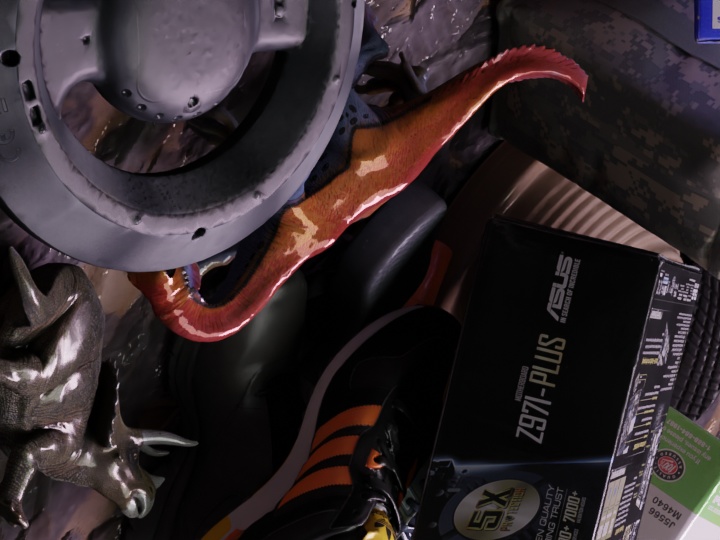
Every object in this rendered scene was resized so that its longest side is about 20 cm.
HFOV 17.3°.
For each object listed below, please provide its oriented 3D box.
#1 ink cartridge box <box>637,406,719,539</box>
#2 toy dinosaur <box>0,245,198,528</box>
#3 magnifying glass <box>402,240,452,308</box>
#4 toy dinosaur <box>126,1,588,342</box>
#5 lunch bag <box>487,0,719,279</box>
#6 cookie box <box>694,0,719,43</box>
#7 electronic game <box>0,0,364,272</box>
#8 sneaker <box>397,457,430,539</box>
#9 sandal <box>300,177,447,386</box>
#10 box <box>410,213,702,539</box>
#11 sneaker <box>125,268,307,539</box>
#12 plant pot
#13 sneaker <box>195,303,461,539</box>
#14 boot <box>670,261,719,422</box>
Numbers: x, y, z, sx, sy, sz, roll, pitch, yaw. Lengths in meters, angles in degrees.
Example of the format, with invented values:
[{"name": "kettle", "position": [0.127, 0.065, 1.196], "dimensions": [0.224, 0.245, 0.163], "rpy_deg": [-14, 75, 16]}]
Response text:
[{"name": "ink cartridge box", "position": [0.135, 0.166, 1.480], "dimensions": [0.200, 0.145, 0.084], "rpy_deg": [-57, 152, 1]}, {"name": "toy dinosaur", "position": [-0.142, 0.041, 1.018], "dimensions": [0.102, 0.077, 0.200], "rpy_deg": [-51, 149, -34]}, {"name": "magnifying glass", "position": [0.004, 0.073, 1.233], "dimensions": [0.022, 0.080, 0.200], "rpy_deg": [38, 62, -31]}, {"name": "toy dinosaur", "position": [-0.021, -0.044, 1.026], "dimensions": [0.105, 0.200, 0.182], "rpy_deg": [64, 31, -42]}, {"name": "lunch bag", "position": [0.194, -0.117, 1.250], "dimensions": [0.200, 0.164, 0.118], "rpy_deg": [-37, 148, -31]}, {"name": "cookie box", "position": [0.193, -0.224, 1.097], "dimensions": [0.171, 0.075, 0.200], "rpy_deg": [-69, 158, -65]}, {"name": "electronic game", "position": [-0.077, -0.098, 0.932], "dimensions": [0.200, 0.042, 0.200], "rpy_deg": [-14, 112, -39]}, {"name": "sneaker", "position": [0.015, 0.130, 1.254], "dimensions": [0.074, 0.081, 0.200], "rpy_deg": [31, 66, -49]}, {"name": "sandal", "position": [0.000, -0.001, 1.168], "dimensions": [0.076, 0.043, 0.200], "rpy_deg": [-45, 171, -24]}, {"name": "box", "position": [0.101, 0.064, 1.174], "dimensions": [0.200, 0.086, 0.164], "rpy_deg": [5, 98, -76]}, {"name": "sneaker", "position": [-0.050, 0.085, 1.167], "dimensions": [0.076, 0.091, 0.200], "rpy_deg": [-21, 136, -43]}, {"name": "plant pot", "position": [0.120, 0.011, 1.350], "dimensions": [0.201, 0.093, 0.201], "rpy_deg": [-39, 148, -30]}, {"name": "sneaker", "position": [0.001, 0.106, 1.105], "dimensions": [0.200, 0.090, 0.070], "rpy_deg": [-51, 123, -14]}, {"name": "boot", "position": [0.258, 0.014, 1.598], "dimensions": [0.132, 0.070, 0.200], "rpy_deg": [-20, 140, -55]}]
